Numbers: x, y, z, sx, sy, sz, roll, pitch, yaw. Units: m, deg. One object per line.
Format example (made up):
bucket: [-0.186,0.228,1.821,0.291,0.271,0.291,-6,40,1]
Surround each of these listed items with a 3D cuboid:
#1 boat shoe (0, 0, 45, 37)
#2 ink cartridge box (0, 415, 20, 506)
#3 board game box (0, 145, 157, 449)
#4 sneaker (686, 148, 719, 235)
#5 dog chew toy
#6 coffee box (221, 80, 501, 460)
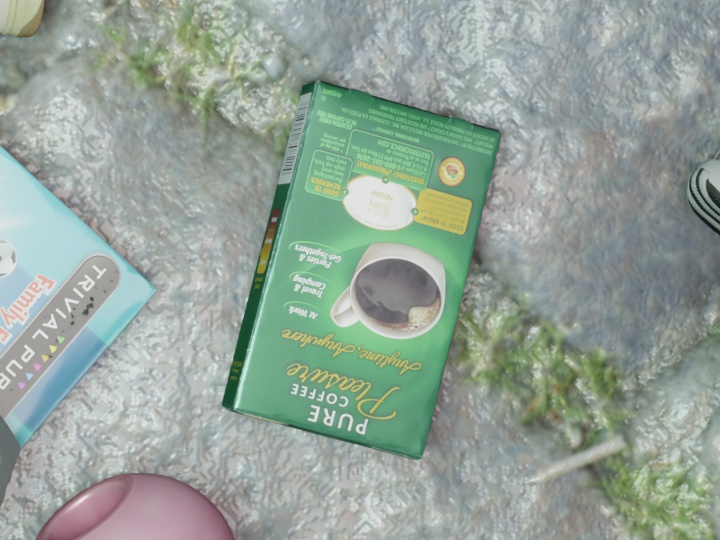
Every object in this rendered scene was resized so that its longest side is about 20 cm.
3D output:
boat shoe: [-0.205,-0.232,1.518,0.064,0.071,0.201,2,92,-17]
ink cartridge box: [-0.289,0.126,1.433,0.199,0.146,0.083,-31,101,4]
board game box: [-0.237,0.000,1.525,0.200,0.047,0.151,43,80,-13]
sneaker: [0.305,-0.033,1.676,0.200,0.076,0.116,39,77,-13]
dog chew toy: [-0.101,0.213,1.536,0.124,0.124,0.200,-38,108,-13]
coffee box: [0.000,0.000,1.598,0.122,0.044,0.201,14,87,-16]
